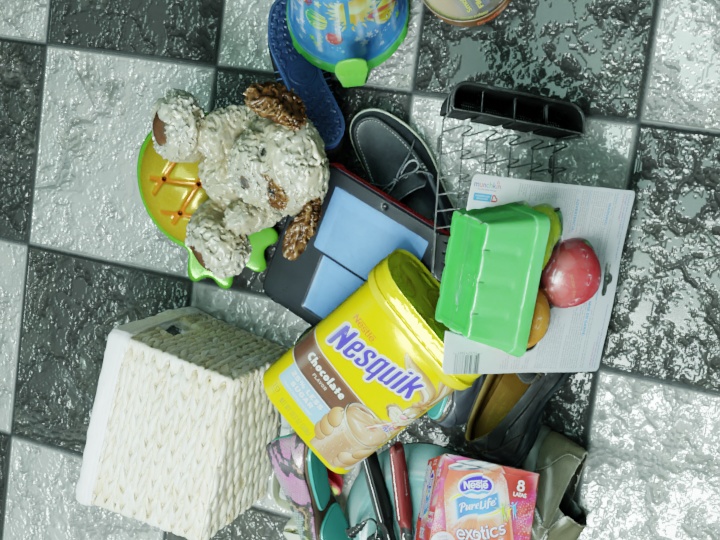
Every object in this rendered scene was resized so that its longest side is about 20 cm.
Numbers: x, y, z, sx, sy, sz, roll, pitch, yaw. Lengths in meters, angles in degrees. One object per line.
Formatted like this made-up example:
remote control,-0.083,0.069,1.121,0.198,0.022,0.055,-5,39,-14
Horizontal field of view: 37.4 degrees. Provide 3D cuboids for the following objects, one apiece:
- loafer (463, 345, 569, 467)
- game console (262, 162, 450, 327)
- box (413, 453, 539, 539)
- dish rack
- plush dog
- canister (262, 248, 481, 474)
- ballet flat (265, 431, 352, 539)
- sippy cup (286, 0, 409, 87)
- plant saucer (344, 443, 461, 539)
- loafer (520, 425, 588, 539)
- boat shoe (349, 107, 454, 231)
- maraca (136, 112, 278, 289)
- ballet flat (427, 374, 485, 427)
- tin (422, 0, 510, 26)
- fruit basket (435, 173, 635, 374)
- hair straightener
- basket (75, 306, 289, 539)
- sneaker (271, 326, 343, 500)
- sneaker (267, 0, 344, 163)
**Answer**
loafer,0.164,0.101,1.081,0.072,0.072,0.203,13,79,41
game console,0.000,0.000,1.129,0.198,0.031,0.179,32,113,17
box,0.109,0.239,1.040,0.094,0.200,0.102,11,78,2
dish rack,0.141,-0.073,1.058,0.151,0.054,0.204,7,84,-19
plush dog,-0.098,-0.104,1.088,0.170,0.159,0.203,4,116,46
canister,0.012,0.098,1.083,0.200,0.087,0.149,-41,92,27
ballet flat,-0.058,0.262,1.164,0.070,0.069,0.203,-4,116,24
sippy cup,-0.017,-0.291,1.089,0.139,0.131,0.178,-40,76,-7
plant saucer,0.066,0.296,1.179,0.196,0.036,0.204,2,95,22
loafer,0.196,0.266,1.103,0.068,0.075,0.204,9,97,25
boat shoe,0.050,-0.089,1.140,0.074,0.062,0.202,-34,81,22
maraca,-0.173,-0.080,1.209,0.135,0.107,0.203,-25,100,-1
ballet flat,0.124,0.069,1.125,0.072,0.073,0.204,15,97,20
tin,0.086,-0.347,1.108,0.111,0.042,0.202,-33,82,6
fruit basket,0.168,0.006,1.017,0.093,0.197,0.189,24,110,52
hair straightener,0.024,0.289,1.161,0.076,0.041,0.204,-8,95,22
basket,-0.187,0.164,1.187,0.158,0.198,0.204,15,100,15
sneaker,-0.045,0.163,1.199,0.089,0.078,0.204,7,103,13
sneaker,-0.064,-0.203,1.174,0.069,0.078,0.203,-7,67,-12
